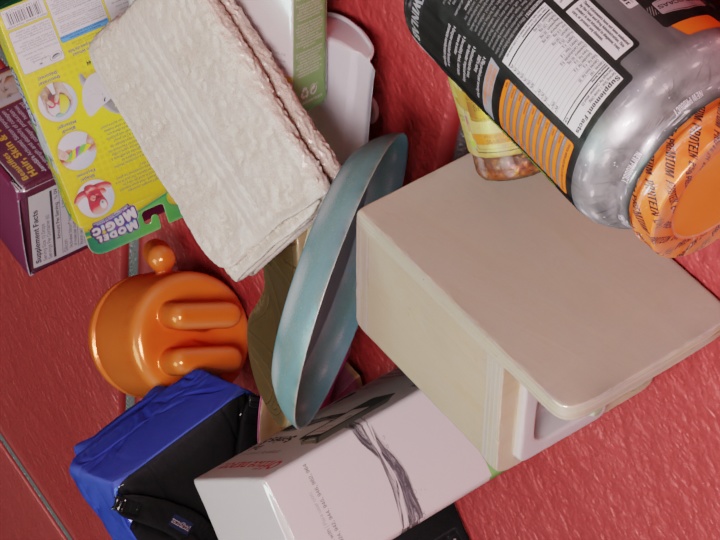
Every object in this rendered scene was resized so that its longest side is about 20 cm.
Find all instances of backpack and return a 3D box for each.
[{"bbox_3d":[-0.132,0.201,1.718,0.168,0.162,0.201,19,139,60],"label":"backpack"}]

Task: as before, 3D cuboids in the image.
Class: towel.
[{"bbox_3d":[-0.096,-0.103,1.376,0.132,0.034,0.201,-37,82,42],"label":"towel"}]

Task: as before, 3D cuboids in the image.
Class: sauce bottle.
[{"bbox_3d":[0.070,-0.153,1.201,0.066,0.066,0.201,17,131,58],"label":"sauce bottle"}]

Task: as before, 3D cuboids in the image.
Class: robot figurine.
[{"bbox_3d":[-0.171,0.056,1.832,0.144,0.117,0.200,53,157,-16],"label":"robot figurine"}]

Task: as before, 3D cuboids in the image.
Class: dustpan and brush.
[{"bbox_3d":[-0.042,-0.138,1.468,0.200,0.057,0.140,36,136,35],"label":"dustpan and brush"}]

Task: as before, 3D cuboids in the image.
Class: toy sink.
[{"bbox_3d":[0.105,0.032,1.241,0.200,0.130,0.113,44,149,34],"label":"toy sink"}]

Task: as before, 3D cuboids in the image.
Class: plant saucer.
[{"bbox_3d":[-0.016,0.003,1.325,0.027,0.201,0.201,19,143,8],"label":"plant saucer"}]

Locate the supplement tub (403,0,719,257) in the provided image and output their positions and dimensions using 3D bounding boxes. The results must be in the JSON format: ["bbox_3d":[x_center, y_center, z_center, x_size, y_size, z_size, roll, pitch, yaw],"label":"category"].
[{"bbox_3d":[0.124,-0.107,1.073,0.200,0.122,0.123,49,152,28],"label":"supplement tub"}]

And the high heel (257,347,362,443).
[{"bbox_3d":[-0.058,0.074,1.581,0.067,0.096,0.200,46,169,23],"label":"high heel"}]

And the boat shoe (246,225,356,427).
[{"bbox_3d":[-0.035,0.029,1.463,0.072,0.065,0.201,51,146,40],"label":"boat shoe"}]

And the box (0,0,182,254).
[{"bbox_3d":[-0.184,-0.122,1.526,0.048,0.117,0.201,34,146,67],"label":"box"}]

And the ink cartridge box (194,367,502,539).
[{"bbox_3d":[0.002,0.139,1.465,0.084,0.199,0.145,65,155,-5],"label":"ink cartridge box"}]

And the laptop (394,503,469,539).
[{"bbox_3d":[0.049,0.279,1.540,0.103,0.177,0.201,-6,110,63],"label":"laptop"}]

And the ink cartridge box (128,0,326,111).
[{"bbox_3d":[-0.088,-0.215,1.376,0.145,0.048,0.201,19,123,30],"label":"ink cartridge box"}]

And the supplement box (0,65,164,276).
[{"bbox_3d":[-0.212,-0.106,1.645,0.131,0.199,0.104,48,151,32],"label":"supplement box"}]
